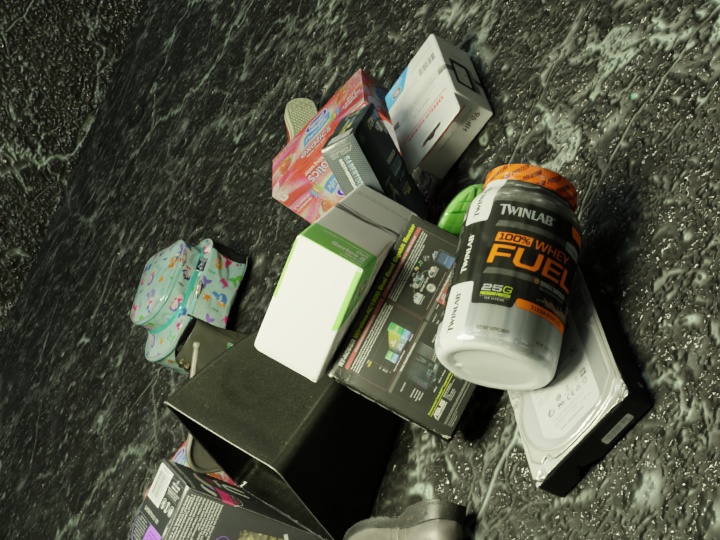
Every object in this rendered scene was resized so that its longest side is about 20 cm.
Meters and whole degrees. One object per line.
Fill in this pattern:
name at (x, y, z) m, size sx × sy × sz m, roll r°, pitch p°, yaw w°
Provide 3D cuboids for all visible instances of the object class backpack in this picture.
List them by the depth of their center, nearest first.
backpack at (-0.277, 0.059, 2.256) m, size 0.177 × 0.149 × 0.202 m, roll -23°, pitch 52°, yaw 53°

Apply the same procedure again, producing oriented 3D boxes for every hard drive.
hard drive at (0.203, 0.103, 1.386) m, size 0.140 × 0.038 × 0.201 m, roll -51°, pitch 28°, yaw 28°

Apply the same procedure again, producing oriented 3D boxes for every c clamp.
c clamp at (-0.141, 0.170, 1.722) m, size 0.027 × 0.199 × 0.173 m, roll 29°, pitch 108°, yaw 42°

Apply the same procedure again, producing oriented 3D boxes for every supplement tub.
supplement tub at (0.150, 0.006, 1.392) m, size 0.122 × 0.122 × 0.202 m, roll -22°, pitch 48°, yaw 55°

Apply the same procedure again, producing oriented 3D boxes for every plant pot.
plant pot at (-0.069, 0.174, 1.643) m, size 0.198 × 0.201 × 0.178 m, roll 24°, pitch 67°, yaw 39°

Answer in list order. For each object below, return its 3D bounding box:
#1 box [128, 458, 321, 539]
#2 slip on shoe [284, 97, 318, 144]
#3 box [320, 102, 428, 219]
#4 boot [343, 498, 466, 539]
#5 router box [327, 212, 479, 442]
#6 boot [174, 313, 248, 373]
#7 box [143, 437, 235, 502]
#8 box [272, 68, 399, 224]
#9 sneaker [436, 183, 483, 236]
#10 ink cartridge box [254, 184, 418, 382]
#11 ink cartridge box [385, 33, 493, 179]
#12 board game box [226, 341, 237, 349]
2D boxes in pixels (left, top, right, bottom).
box at (-0.161, 0.322, 1.710) m, size 0.107 × 0.199 × 0.122 m, roll -64°, pitch 25°, yaw -1°
slip on shoe at (-0.083, -0.183, 2.189) m, size 0.062 × 0.073 × 0.201 m, roll 91°, pitch 171°, yaw -46°
box at (0.021, -0.109, 1.722) m, size 0.051 × 0.159 × 0.200 m, roll -25°, pitch 12°, yaw 14°
boot at (0.038, 0.326, 1.479) m, size 0.200 × 0.069 × 0.133 m, roll -38°, pitch 41°, yaw 51°
router box at (0.076, 0.062, 1.519) m, size 0.202 × 0.149 × 0.062 m, roll -62°, pitch -10°, yaw -5°
boot at (-0.228, 0.173, 2.052) m, size 0.077 × 0.137 × 0.202 m, roll 5°, pitch 72°, yaw 64°
box at (-0.212, 0.297, 1.952) m, size 0.200 × 0.099 × 0.096 m, roll -51°, pitch 28°, yaw 28°
box at (-0.025, -0.167, 1.977) m, size 0.200 × 0.102 × 0.095 m, roll -44°, pitch 27°, yaw 26°
sneaker at (0.092, -0.019, 1.669) m, size 0.201 × 0.076 × 0.084 m, roll -59°, pitch 29°, yaw 10°
ink cartridge box at (-0.022, 0.009, 1.554) m, size 0.147 × 0.083 × 0.200 m, roll -67°, pitch -11°, yaw 26°
ink cartridge box at (0.102, -0.203, 1.824) m, size 0.116 × 0.067 × 0.201 m, roll -52°, pitch 27°, yaw 26°
board game box at (-0.108, 0.164, 1.841) m, size 0.199 × 0.023 × 0.106 m, roll 14°, pitch 103°, yaw 43°
